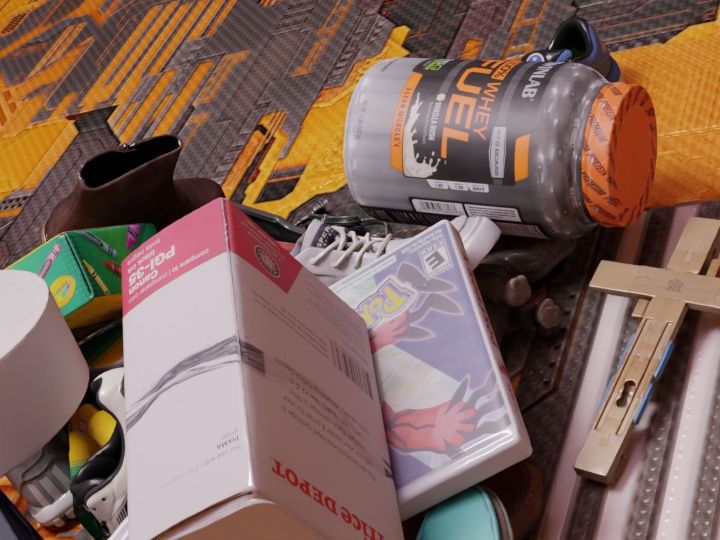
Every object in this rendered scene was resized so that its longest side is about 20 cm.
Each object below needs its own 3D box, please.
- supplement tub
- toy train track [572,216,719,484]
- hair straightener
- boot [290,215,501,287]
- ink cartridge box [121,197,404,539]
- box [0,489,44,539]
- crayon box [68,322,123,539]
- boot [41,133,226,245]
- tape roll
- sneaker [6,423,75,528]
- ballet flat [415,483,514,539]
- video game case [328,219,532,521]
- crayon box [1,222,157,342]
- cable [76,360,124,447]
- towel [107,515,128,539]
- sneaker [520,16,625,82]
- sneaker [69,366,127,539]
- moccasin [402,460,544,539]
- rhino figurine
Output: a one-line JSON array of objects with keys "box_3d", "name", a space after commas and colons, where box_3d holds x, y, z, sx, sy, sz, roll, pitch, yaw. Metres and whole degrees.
[{"box_3d": [0.098, -0.087, 0.917, 0.200, 0.123, 0.123, 6, 48, 31], "name": "supplement tub"}, {"box_3d": [0.188, 0.052, 0.826, 0.115, 0.033, 0.200, 11, 57, 36], "name": "toy train track"}, {"box_3d": [-0.049, -0.040, 1.115, 0.200, 0.041, 0.077, 5, 48, 42], "name": "hair straightener"}, {"box_3d": [0.000, 0.000, 0.913, 0.200, 0.096, 0.074, -39, 9, 34], "name": "boot"}, {"box_3d": [-0.054, 0.083, 0.705, 0.083, 0.147, 0.200, -29, 44, 19], "name": "ink cartridge box"}, {"box_3d": [-0.225, 0.216, 0.834, 0.079, 0.141, 0.200, -40, 35, -13], "name": "box"}, {"box_3d": [-0.154, 0.109, 0.975, 0.119, 0.058, 0.200, -29, 33, 3], "name": "crayon box"}, {"box_3d": [-0.175, -0.063, 1.119, 0.200, 0.072, 0.166, -25, -13, -36], "name": "boot"}, {"box_3d": [-0.288, 0.081, 0.872, 0.202, 0.071, 0.203, -16, 26, 8], "name": "tape roll"}, {"box_3d": [-0.278, 0.112, 1.031, 0.075, 0.116, 0.200, -40, 35, -14], "name": "sneaker"}, {"box_3d": [0.058, 0.209, 0.688, 0.067, 0.064, 0.200, -18, 40, 22], "name": "ballet flat"}, {"box_3d": [-0.007, 0.081, 0.796, 0.200, 0.023, 0.182, -30, 44, 15], "name": "video game case"}, {"box_3d": [-0.260, 0.034, 1.042, 0.200, 0.058, 0.119, -29, -6, 24], "name": "crayon box"}, {"box_3d": [-0.193, 0.077, 0.914, 0.200, 0.050, 0.097, 14, 56, 31], "name": "cable"}, {"box_3d": [-0.085, 0.230, 0.709, 0.200, 0.024, 0.147, 36, 69, 14], "name": "towel"}, {"box_3d": [0.143, -0.126, 1.033, 0.078, 0.089, 0.200, -2, 46, 37], "name": "sneaker"}, {"box_3d": [-0.139, 0.151, 0.812, 0.087, 0.201, 0.076, 3, 9, -20], "name": "sneaker"}, {"box_3d": [0.013, 0.148, 0.791, 0.201, 0.078, 0.074, -12, 36, 26], "name": "moccasin"}, {"box_3d": [0.089, 0.026, 0.906, 0.087, 0.060, 0.200, -6, 37, 48], "name": "rhino figurine"}]
